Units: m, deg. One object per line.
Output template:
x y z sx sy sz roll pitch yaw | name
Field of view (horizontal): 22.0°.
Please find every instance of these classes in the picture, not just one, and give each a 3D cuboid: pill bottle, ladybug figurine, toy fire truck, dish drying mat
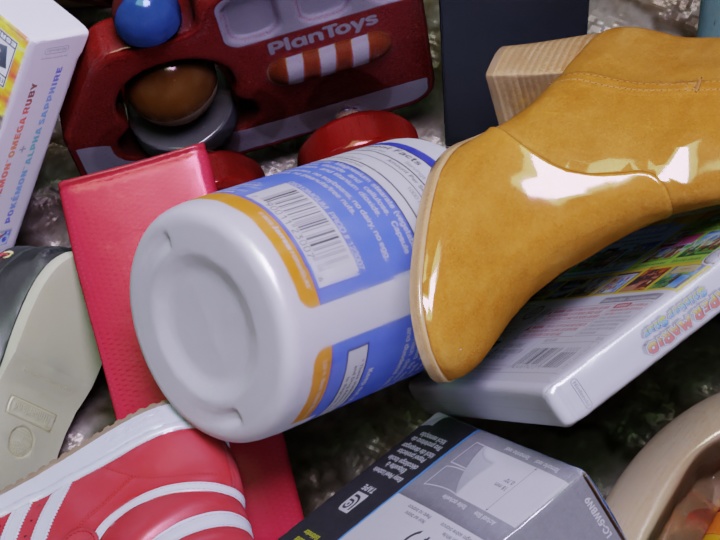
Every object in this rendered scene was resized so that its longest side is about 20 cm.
0.000 0.000 0.877 0.200 0.112 0.112 -20 55 -43 | pill bottle
0.170 0.142 0.838 0.136 0.072 0.200 29 67 21 | ladybug figurine
-0.058 -0.106 0.941 0.200 0.168 0.112 -15 60 -1 | toy fire truck
-0.087 0.044 0.903 0.077 0.018 0.200 -15 85 0 | dish drying mat

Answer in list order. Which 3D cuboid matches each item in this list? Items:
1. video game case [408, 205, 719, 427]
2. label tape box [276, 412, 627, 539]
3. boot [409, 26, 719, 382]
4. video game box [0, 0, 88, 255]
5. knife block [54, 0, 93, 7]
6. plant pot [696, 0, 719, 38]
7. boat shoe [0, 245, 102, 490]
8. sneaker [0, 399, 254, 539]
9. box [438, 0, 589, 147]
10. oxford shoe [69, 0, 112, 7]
0.124 0.010 0.856 0.182 0.200 0.023 -36 96 -14 | video game case
0.004 0.155 0.807 0.200 0.144 0.063 -37 108 -15 | label tape box
0.110 -0.035 0.804 0.144 0.071 0.201 1 50 25 | boot
-0.244 -0.097 0.958 0.200 0.182 0.047 39 35 23 | video game box
-0.125 -0.188 1.054 0.176 0.064 0.200 39 71 24 | knife block
0.255 -0.146 0.931 0.200 0.200 0.196 12 70 12 | plant pot
-0.189 0.078 0.917 0.063 0.074 0.202 9 66 43 | boat shoe
-0.134 0.151 0.833 0.200 0.071 0.113 -35 43 5 | sneaker
0.078 -0.173 0.948 0.079 0.200 0.141 -2 60 3 | box
-0.167 -0.184 0.986 0.200 0.071 0.074 13 94 2 | oxford shoe
